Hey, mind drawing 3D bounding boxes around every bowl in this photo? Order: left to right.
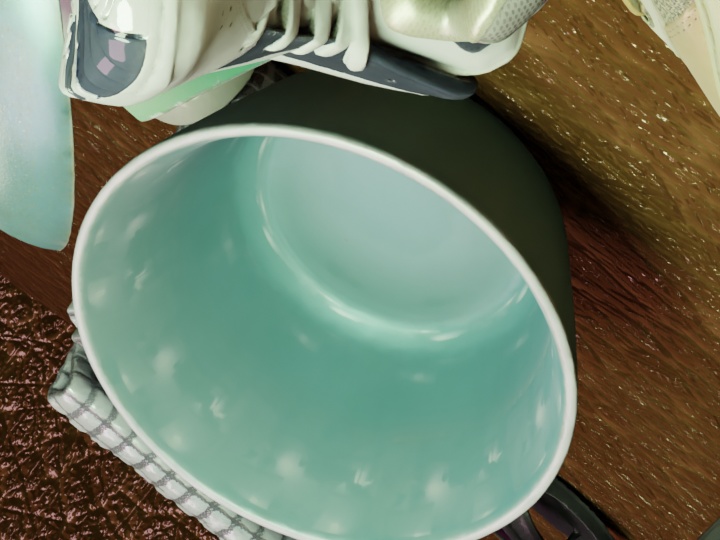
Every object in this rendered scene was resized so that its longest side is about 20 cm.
[{"bbox_3d":[0.000,0.000,1.125,0.200,0.105,0.201,12,130,15],"label":"bowl"}]

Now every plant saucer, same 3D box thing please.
[{"bbox_3d":[-0.117,-0.101,0.837,0.200,0.027,0.201,168,90,-77],"label":"plant saucer"}]

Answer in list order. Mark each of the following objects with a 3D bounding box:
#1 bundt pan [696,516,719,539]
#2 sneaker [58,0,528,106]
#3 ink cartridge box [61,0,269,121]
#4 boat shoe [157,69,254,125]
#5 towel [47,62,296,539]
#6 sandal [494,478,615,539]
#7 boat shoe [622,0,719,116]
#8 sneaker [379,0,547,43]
[{"bbox_3d":[0.232,0.166,1.304,0.202,0.076,0.202,36,172,6],"label":"bundt pan"},{"bbox_3d":[-0.009,-0.084,0.762,0.129,0.080,0.199,5,-172,-3],"label":"sneaker"},{"bbox_3d":[-0.089,-0.142,0.911,0.200,0.050,0.161,39,149,-21],"label":"ink cartridge box"},{"bbox_3d":[-0.127,-0.119,1.300,0.201,0.072,0.061,18,156,46],"label":"boat shoe"},{"bbox_3d":[-0.031,0.020,1.264,0.166,0.200,0.086,41,132,-16],"label":"towel"},{"bbox_3d":[0.080,0.130,1.832,0.200,0.048,0.075,40,171,-10],"label":"sandal"},{"bbox_3d":[0.081,-0.084,0.642,0.065,0.072,0.200,41,174,43],"label":"boat shoe"},{"bbox_3d":[0.005,-0.118,0.649,0.081,0.088,0.200,13,158,42],"label":"sneaker"}]
